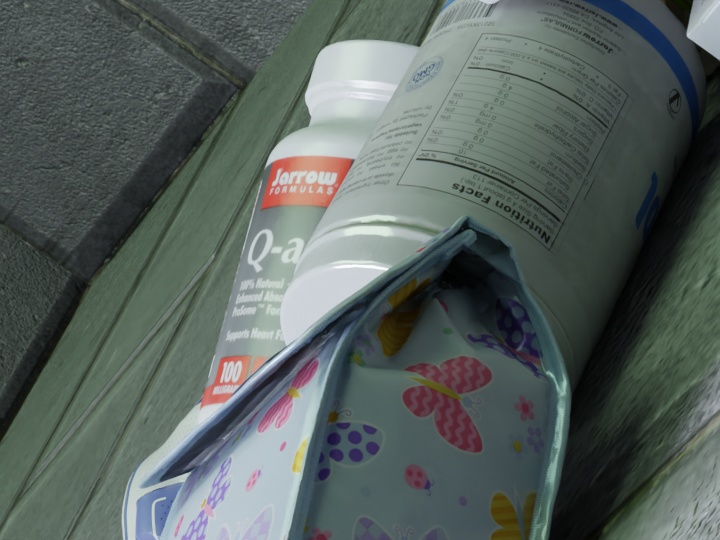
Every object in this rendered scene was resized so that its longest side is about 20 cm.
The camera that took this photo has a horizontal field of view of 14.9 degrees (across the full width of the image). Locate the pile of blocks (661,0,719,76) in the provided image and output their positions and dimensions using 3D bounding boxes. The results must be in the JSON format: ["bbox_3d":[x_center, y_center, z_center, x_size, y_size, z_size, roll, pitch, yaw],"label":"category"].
[{"bbox_3d":[0.153,-0.147,1.381,0.082,0.062,0.200,-46,12,46],"label":"pile of blocks"}]

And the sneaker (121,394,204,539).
[{"bbox_3d":[-0.063,0.088,1.612,0.115,0.080,0.200,-50,8,44],"label":"sneaker"}]

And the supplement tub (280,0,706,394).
[{"bbox_3d":[0.062,-0.030,1.204,0.132,0.132,0.200,-43,15,55],"label":"supplement tub"}]

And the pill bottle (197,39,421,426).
[{"bbox_3d":[0.000,0.000,1.316,0.116,0.116,0.200,147,139,-69],"label":"pill bottle"}]

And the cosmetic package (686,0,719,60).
[{"bbox_3d":[0.214,-0.183,1.217,0.151,0.052,0.200,-48,10,30],"label":"cosmetic package"}]

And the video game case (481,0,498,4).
[{"bbox_3d":[0.123,-0.229,1.185,0.200,0.023,0.183,-28,46,35],"label":"video game case"}]

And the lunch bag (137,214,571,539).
[{"bbox_3d":[-0.009,0.094,1.058,0.170,0.127,0.200,-42,27,53],"label":"lunch bag"}]
